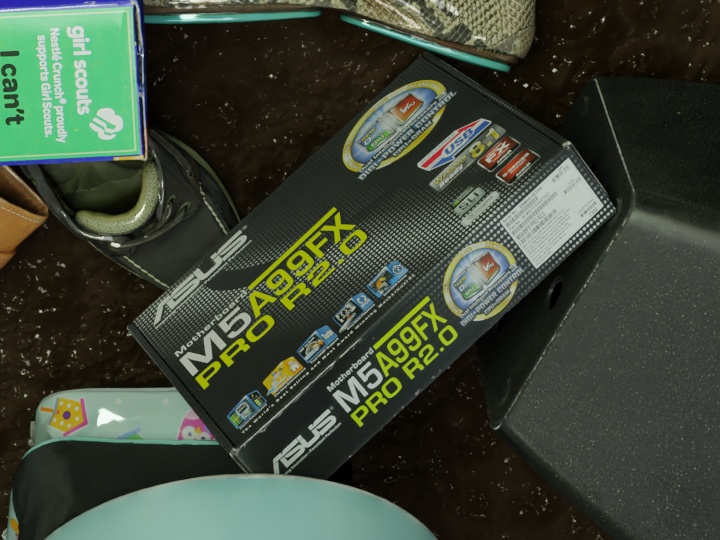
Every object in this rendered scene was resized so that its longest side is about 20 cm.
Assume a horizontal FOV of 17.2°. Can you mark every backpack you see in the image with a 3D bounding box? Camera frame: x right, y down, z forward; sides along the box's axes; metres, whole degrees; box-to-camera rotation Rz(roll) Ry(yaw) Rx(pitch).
[{"bbox_3d":[-0.091,0.150,1.189,0.174,0.154,0.201,-2,143,-8],"label":"backpack"}]

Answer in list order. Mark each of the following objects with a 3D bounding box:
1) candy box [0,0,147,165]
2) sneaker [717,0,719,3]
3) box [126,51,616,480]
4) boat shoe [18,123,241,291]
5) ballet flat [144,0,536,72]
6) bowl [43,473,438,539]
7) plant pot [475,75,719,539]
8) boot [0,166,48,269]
[{"bbox_3d":[-0.188,-0.114,0.976,0.198,0.170,0.078,-4,125,-4],"label":"candy box"},{"bbox_3d":[0.159,-0.195,1.068,0.075,0.071,0.200,-31,120,11],"label":"sneaker"},{"bbox_3d":[0.000,0.000,1.082,0.200,0.160,0.044,-42,120,-3],"label":"box"},{"bbox_3d":[-0.116,-0.040,1.116,0.071,0.066,0.201,-33,130,7],"label":"boat shoe"},{"bbox_3d":[-0.011,-0.140,1.093,0.198,0.068,0.076,6,99,-17],"label":"ballet flat"},{"bbox_3d":[-0.053,0.188,1.034,0.199,0.106,0.202,-4,142,-3],"label":"bowl"},{"bbox_3d":[0.161,0.023,1.128,0.176,0.201,0.200,22,117,-16],"label":"plant pot"},{"bbox_3d":[-0.209,0.012,1.142,0.155,0.077,0.200,-37,125,10],"label":"boot"}]
